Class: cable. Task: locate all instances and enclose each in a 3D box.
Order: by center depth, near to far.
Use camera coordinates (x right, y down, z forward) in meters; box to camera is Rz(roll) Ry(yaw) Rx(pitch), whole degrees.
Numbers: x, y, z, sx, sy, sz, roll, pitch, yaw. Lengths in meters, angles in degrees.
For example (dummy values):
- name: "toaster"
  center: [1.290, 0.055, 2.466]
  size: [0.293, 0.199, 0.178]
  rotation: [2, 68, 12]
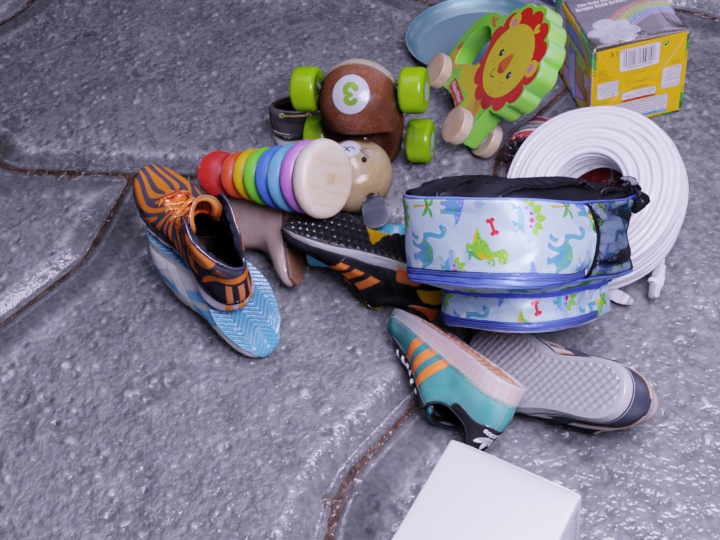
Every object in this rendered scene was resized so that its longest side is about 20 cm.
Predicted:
- name: "cable"
  center: [0.247, -0.078, 0.967]
  size: [0.199, 0.069, 0.201]
  rotation: [17, 82, 34]

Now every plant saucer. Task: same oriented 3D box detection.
- name: "plant saucer"
  center: [0.166, -0.337, 1.309]
  size: [0.199, 0.028, 0.201]
  rotation: [-6, 46, 7]

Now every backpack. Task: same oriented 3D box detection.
- name: "backpack"
  center: [0.143, -0.017, 0.846]
  size: [0.182, 0.148, 0.199]
  rotation: [4, 5, 45]

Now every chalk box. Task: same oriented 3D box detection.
- name: "chalk box"
  center: [0.328, -0.300, 1.175]
  size: [0.124, 0.124, 0.201]
  rotation: [-12, 45, 1]

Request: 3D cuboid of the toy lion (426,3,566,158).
- name: "toy lion"
  center: [0.172, -0.253, 1.117]
  size: [0.068, 0.192, 0.201]
  rotation: [20, 37, -28]

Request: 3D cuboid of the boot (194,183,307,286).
- name: "boot"
  center: [-0.141, -0.050, 1.078]
  size: [0.145, 0.070, 0.201]
  rotation: [-11, 47, 11]

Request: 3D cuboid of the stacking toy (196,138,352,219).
- name: "stacking toy"
  center: [-0.107, -0.107, 1.017]
  size: [0.199, 0.086, 0.085]
  rotation: [8, 47, 40]

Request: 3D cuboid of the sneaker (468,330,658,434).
- name: "sneaker"
  center: [0.186, 0.108, 0.852]
  size: [0.199, 0.079, 0.079]
  rotation: [16, 84, 53]

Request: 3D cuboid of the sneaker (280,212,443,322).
- name: "sneaker"
  center: [0.000, 0.000, 0.975]
  size: [0.199, 0.091, 0.070]
  rotation: [16, 32, 20]

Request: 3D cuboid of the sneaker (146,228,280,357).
- name: "sneaker"
  center: [-0.159, 0.021, 1.004]
  size: [0.076, 0.081, 0.200]
  rotation: [-35, 69, -23]

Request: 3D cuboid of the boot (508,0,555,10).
- name: "boot"
  center: [0.297, -0.413, 1.308]
  size: [0.199, 0.091, 0.073]
  rotation: [22, 54, 29]

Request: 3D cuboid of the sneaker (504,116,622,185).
- name: "sneaker"
  center: [0.277, -0.148, 1.071]
  size: [0.199, 0.078, 0.082]
  rotation: [17, 47, 22]

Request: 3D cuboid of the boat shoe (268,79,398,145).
- name: "boat shoe"
  center: [-0.024, -0.222, 1.213]
  size: [0.200, 0.061, 0.072]
  rotation: [-18, 46, -6]

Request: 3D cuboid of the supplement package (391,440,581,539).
- name: "supplement package"
  center: [0.079, 0.258, 0.697]
  size: [0.117, 0.117, 0.200]
  rotation: [19, 54, 27]

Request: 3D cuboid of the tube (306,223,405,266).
- name: "tube"
  center: [0.039, -0.026, 1.029]
  size: [0.198, 0.051, 0.078]
  rotation: [3, 55, 8]

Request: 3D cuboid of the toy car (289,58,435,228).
- name: "toy car"
  center: [-0.009, -0.133, 1.066]
  size: [0.163, 0.158, 0.201]
  rotation: [4, 53, 14]

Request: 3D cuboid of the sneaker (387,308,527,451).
- name: "sneaker"
  center: [0.074, 0.102, 0.877]
  size: [0.080, 0.071, 0.200]
  rotation: [-61, 34, 5]

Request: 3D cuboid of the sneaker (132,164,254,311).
- name: "sneaker"
  center: [-0.172, -0.060, 0.936]
  size: [0.077, 0.112, 0.200]
  rotation: [-34, 69, -23]
